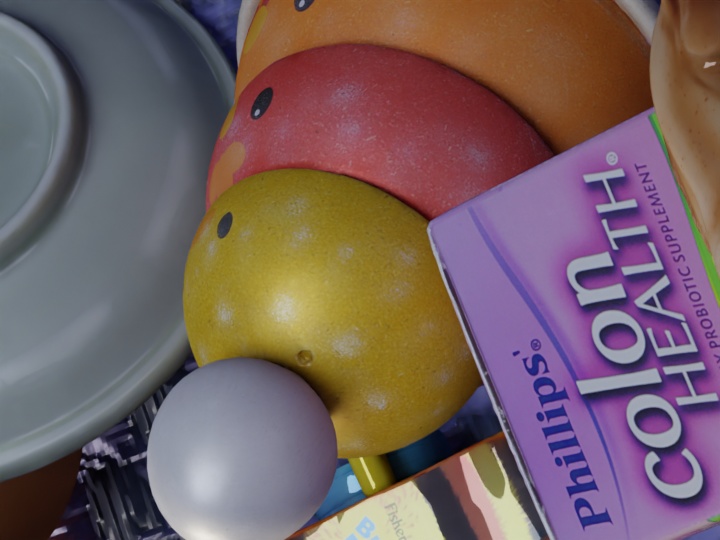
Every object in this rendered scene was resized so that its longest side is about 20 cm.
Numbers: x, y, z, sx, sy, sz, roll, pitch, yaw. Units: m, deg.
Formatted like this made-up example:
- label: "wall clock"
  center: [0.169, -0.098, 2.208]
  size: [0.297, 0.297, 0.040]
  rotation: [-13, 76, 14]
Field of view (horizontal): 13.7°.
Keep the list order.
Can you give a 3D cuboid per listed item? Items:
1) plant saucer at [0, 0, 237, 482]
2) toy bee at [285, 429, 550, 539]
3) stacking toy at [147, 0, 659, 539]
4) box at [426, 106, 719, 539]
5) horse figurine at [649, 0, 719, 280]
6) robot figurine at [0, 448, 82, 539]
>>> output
- label: "plant saucer"
  center: [-0.133, -0.028, 0.941]
  size: [0.200, 0.050, 0.200]
  rotation: [-7, 58, 12]
- label: "toy bee"
  center: [0.000, 0.099, 0.901]
  size: [0.131, 0.109, 0.200]
  rotation: [47, 119, 19]
- label: "stacking toy"
  center: [0.000, 0.000, 0.814]
  size: [0.146, 0.200, 0.146]
  rotation: [15, 133, 17]
- label: "box"
  center: [0.153, -0.015, 0.739]
  size: [0.200, 0.176, 0.097]
  rotation: [-28, 80, 34]
- label: "horse figurine"
  center: [0.118, 0.028, 0.627]
  size: [0.132, 0.050, 0.200]
  rotation: [-1, 104, 47]
- label: "robot figurine"
  center: [-0.175, 0.042, 1.008]
  size: [0.200, 0.144, 0.117]
  rotation: [26, 139, 29]
